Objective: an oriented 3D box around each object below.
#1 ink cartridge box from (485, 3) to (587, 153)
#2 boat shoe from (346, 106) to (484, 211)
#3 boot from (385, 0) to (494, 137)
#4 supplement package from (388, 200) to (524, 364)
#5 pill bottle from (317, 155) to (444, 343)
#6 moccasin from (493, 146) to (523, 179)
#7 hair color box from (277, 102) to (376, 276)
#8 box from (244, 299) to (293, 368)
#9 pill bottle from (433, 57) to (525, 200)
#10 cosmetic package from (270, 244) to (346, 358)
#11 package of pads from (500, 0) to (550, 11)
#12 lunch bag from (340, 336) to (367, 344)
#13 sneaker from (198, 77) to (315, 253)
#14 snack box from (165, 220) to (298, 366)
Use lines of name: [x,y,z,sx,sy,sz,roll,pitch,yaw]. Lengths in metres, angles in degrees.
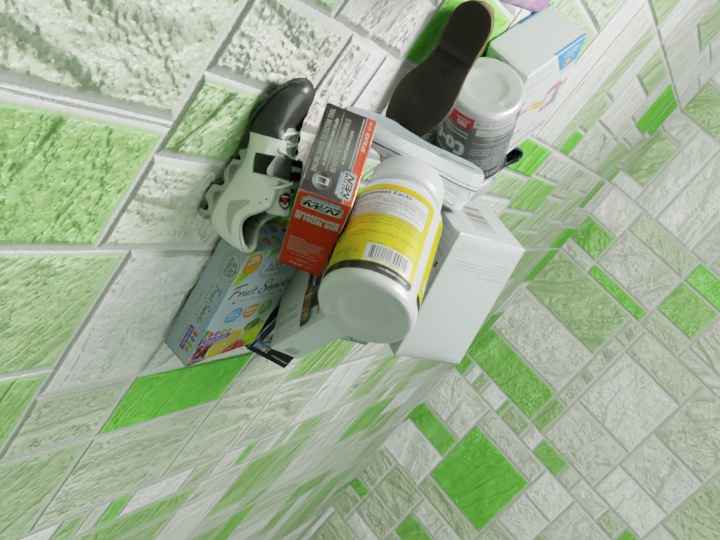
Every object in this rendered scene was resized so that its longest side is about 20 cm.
ink cartridge box: [0.250,-0.287,1.139,0.144,0.085,0.201,-37,161,-23]
boat shoe: [0.059,-0.132,0.906,0.068,0.197,0.074,-60,-168,23]
boot: [0.105,-0.249,0.923,0.201,0.073,0.076,-52,179,30]
supplement package: [0.114,0.012,1.012,0.115,0.118,0.203,10,119,-29]
pill bottle: [0.032,-0.029,0.833,0.115,0.112,0.202,111,0,-52]
moccasin: [0.230,-0.207,1.273,0.199,0.068,0.082,-30,145,-46]
hair color box: [-0.043,-0.085,0.841,0.200,0.063,0.113,119,-12,-66]
box: [-0.111,0.071,1.176,0.158,0.050,0.200,-44,161,-4]
pill bottle: [0.168,-0.202,1.081,0.113,0.114,0.201,-36,157,-23]
cosmetic package: [-0.046,0.018,0.966,0.199,0.051,0.154,-32,-139,54]
package of pads: [0.127,-0.330,0.727,0.199,0.121,0.076,-17,149,-55]
lunch bag: [0.000,0.000,1.036,0.160,0.074,0.204,179,-71,-74]
sneaker: [-0.092,-0.107,0.785,0.074,0.089,0.201,-9,139,-57]
snack box: [-0.161,0.028,0.974,0.141,0.053,0.201,-17,146,-57]
